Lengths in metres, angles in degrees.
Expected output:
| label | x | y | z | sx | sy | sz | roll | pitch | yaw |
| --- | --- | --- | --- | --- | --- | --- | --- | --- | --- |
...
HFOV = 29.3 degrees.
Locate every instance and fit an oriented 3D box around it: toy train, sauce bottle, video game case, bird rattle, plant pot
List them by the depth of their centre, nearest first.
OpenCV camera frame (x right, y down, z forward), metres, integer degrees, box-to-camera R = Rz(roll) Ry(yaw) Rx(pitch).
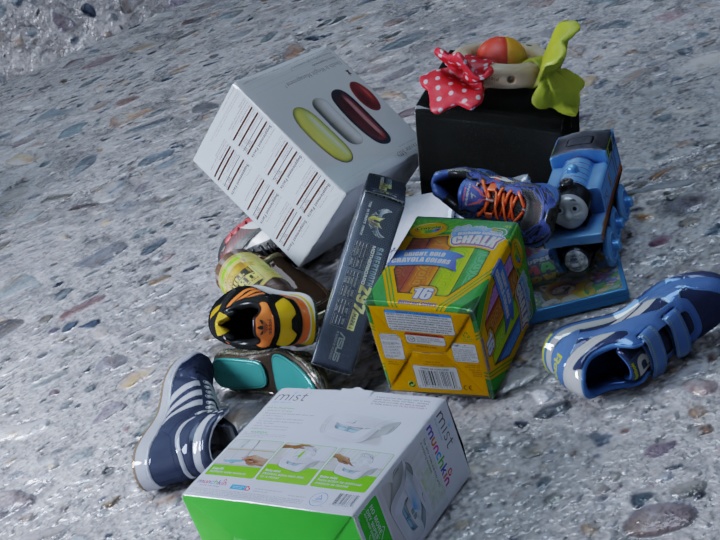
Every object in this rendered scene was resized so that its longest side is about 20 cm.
| label | x | y | z | sx | sy | sz | roll | pitch | yaw |
| --- | --- | --- | --- | --- | --- | --- | --- | --- | --- |
| toy train | 0.256 | -0.079 | 1.579 | 0.087 | 0.114 | 0.200 | -8 | 27 | 24 |
| video game case | 0.230 | -0.002 | 1.598 | 0.143 | 0.018 | 0.200 | -15 | 25 | 11 |
| sauce bottle | -0.109 | 0.033 | 1.625 | 0.065 | 0.065 | 0.200 | -28 | 30 | -18 |
| bird rattle | 0.170 | -0.240 | 1.673 | 0.200 | 0.113 | 0.163 | -10 | 22 | -1 |
| plant pot | 0.184 | -0.153 | 1.757 | 0.177 | 0.200 | 0.200 | 4 | 31 | 17 |

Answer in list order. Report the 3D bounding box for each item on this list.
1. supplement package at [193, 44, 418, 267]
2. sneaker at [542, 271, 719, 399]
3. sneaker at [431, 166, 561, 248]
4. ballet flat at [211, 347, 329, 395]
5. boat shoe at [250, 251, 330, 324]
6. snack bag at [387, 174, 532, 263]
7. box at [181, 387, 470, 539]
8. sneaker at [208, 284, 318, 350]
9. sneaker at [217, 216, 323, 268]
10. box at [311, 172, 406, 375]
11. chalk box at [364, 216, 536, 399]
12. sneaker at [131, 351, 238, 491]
| label | x | y | z | sx | sy | sz | roll | pitch | yaw |
| --- | --- | --- | --- | --- | --- | --- | --- | --- | --- |
| supplement package | -0.061 | -0.149 | 1.749 | 0.191 | 0.200 | 0.147 | -33 | -16 | -46 |
| sneaker | 0.283 | 0.070 | 1.356 | 0.200 | 0.074 | 0.082 | -27 | 27 | 2 |
| sneaker | 0.148 | -0.073 | 1.533 | 0.078 | 0.075 | 0.200 | 9 | 5 | -33 |
| ballet flat | -0.085 | 0.111 | 1.547 | 0.075 | 0.068 | 0.200 | -23 | 19 | -39 |
| boat shoe | -0.106 | 0.017 | 1.732 | 0.075 | 0.075 | 0.202 | -35 | 29 | -30 |
| snack bag | 0.101 | -0.024 | 1.625 | 0.200 | 0.021 | 0.189 | -8 | 53 | 33 |
| box | -0.030 | 0.197 | 1.285 | 0.200 | 0.097 | 0.176 | -1 | 30 | 35 |
| sneaker | -0.132 | 0.053 | 1.523 | 0.090 | 0.070 | 0.200 | -3 | 1 | -36 |
| sneaker | -0.104 | -0.039 | 1.848 | 0.200 | 0.071 | 0.098 | -25 | 39 | 13 |
| box | 0.000 | 0.000 | 1.522 | 0.051 | 0.200 | 0.158 | 17 | 11 | 0 |
| chalk box | 0.107 | 0.023 | 1.470 | 0.125 | 0.124 | 0.200 | 3 | 39 | 25 |
| sneaker | -0.166 | 0.156 | 1.496 | 0.108 | 0.070 | 0.200 | -14 | 32 | 23 |
